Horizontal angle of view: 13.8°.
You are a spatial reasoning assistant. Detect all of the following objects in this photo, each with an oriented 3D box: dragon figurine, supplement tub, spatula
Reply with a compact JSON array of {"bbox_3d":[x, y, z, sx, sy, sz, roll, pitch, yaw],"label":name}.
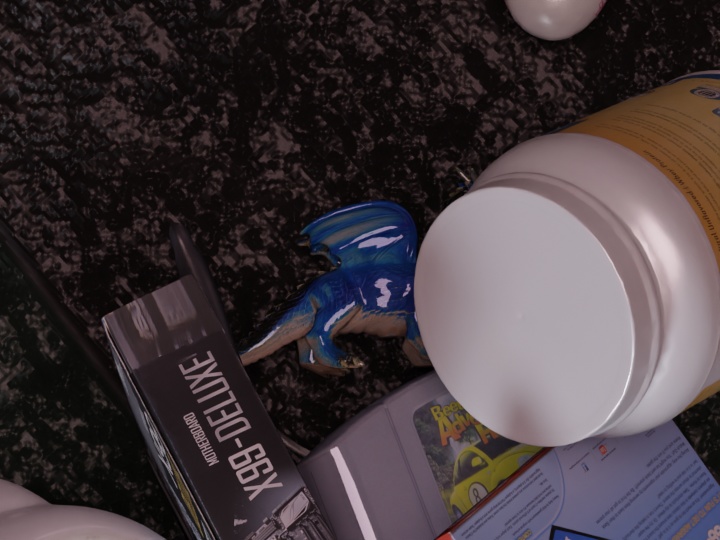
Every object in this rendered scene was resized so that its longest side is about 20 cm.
[{"bbox_3d":[0.000,0.000,1.479,0.199,0.059,0.100,-6,83,-4],"label":"dragon figurine"},{"bbox_3d":[0.133,-0.006,1.404,0.200,0.145,0.145,-23,83,-48],"label":"supplement tub"},{"bbox_3d":[-0.045,0.066,1.426,0.021,0.057,0.200,-29,103,1],"label":"spatula"}]

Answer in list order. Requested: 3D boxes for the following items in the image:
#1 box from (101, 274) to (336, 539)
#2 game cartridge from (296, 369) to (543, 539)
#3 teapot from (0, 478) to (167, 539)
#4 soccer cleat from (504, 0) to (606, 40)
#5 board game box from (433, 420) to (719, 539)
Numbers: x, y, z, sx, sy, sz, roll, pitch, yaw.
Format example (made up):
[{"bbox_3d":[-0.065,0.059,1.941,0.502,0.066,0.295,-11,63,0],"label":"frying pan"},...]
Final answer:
[{"bbox_3d":[-0.054,0.113,1.373,0.050,0.200,0.158,-26,68,-8],"label":"box"},{"bbox_3d":[0.070,0.106,1.440,0.200,0.041,0.133,-18,80,-34],"label":"game cartridge"},{"bbox_3d":[-0.161,0.207,1.408,0.197,0.146,0.200,41,63,-25],"label":"teapot"},{"bbox_3d":[0.118,-0.216,1.499,0.070,0.086,0.200,18,83,-1],"label":"soccer cleat"},{"bbox_3d":[0.111,0.127,1.382,0.019,0.200,0.103,-38,87,36],"label":"board game box"}]
